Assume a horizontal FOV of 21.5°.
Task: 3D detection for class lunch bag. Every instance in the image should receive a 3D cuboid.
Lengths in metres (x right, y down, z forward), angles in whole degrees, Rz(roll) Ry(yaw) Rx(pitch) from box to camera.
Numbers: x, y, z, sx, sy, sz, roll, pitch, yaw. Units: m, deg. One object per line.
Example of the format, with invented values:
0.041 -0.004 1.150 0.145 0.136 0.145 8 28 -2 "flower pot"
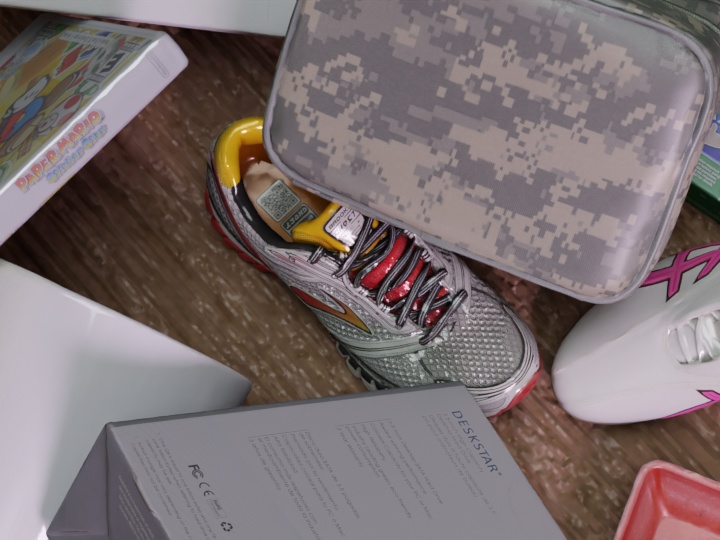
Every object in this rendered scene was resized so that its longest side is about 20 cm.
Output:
0.068 -0.095 0.878 0.199 0.168 0.140 21 112 8 "lunch bag"

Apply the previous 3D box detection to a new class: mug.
-0.154 0.088 0.884 0.149 0.186 0.154 27 83 -24 "mug"

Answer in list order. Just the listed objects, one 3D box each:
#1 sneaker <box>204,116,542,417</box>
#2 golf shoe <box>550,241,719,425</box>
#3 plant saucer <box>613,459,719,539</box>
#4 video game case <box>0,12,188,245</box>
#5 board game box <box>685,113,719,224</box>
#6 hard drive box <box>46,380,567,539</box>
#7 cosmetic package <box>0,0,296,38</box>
0.000 0.000 0.914 0.200 0.082 0.078 36 77 11 "sneaker"
0.178 0.017 0.883 0.199 0.092 0.073 -23 84 12 "golf shoe"
0.187 0.215 0.865 0.199 0.037 0.201 21 76 8 "plant saucer"
-0.181 -0.050 0.891 0.182 0.200 0.023 -46 115 -11 "video game case"
0.230 -0.072 0.956 0.200 0.029 0.135 36 77 12 "board game box"
-0.006 0.135 0.802 0.199 0.077 0.156 -3 48 -40 "hard drive box"
-0.112 -0.176 0.937 0.199 0.085 0.108 7 98 11 "cosmetic package"
